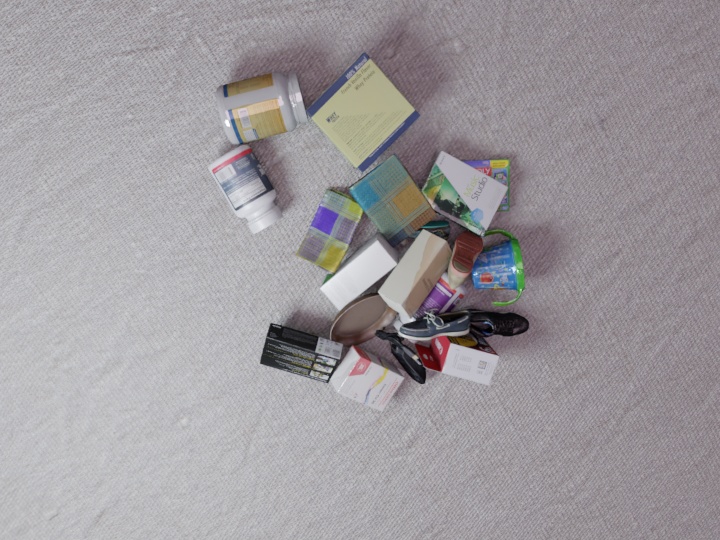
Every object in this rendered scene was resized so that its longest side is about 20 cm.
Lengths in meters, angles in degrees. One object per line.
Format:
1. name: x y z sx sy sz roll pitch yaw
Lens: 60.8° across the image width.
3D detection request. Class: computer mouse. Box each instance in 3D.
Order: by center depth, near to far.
1. computer mouse: 0.133 0.225 1.629 0.046 0.140 0.200 -44 106 -17

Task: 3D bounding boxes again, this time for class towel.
1. towel: 0.081 -0.171 1.518 0.146 0.022 0.200 -35 116 9
2. towel: -0.077 -0.101 1.571 0.143 0.023 0.201 31 96 34

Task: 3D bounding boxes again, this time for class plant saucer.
1. plant saucer: 0.005 0.124 1.603 0.199 0.032 0.201 -22 144 -17

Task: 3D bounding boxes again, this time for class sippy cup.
1. sippy cup: 0.354 -0.007 1.605 0.129 0.179 0.141 -7 130 10

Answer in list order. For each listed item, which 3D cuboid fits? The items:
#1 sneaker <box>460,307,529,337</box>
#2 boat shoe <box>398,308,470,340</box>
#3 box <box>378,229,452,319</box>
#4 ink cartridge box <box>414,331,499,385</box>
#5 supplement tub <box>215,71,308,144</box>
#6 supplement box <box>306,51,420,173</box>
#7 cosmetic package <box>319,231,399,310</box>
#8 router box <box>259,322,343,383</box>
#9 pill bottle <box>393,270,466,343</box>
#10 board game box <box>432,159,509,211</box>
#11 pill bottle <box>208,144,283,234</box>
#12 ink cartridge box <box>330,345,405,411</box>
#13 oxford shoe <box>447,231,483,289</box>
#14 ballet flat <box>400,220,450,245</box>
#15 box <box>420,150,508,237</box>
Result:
1. sneaker: 0.365 0.152 1.637 0.198 0.112 0.074 7 101 -4
2. boat shoe: 0.189 0.132 1.532 0.198 0.075 0.062 -2 113 -18
3. box: 0.141 0.010 1.534 0.077 0.095 0.201 29 79 33
4. ink cartridge box: 0.244 0.207 1.595 0.174 0.200 0.085 15 99 -6
5. supplement tub: -0.236 -0.397 1.491 0.198 0.145 0.146 -14 101 0
6. supplement box: 0.003 -0.383 1.510 0.200 0.134 0.200 -44 100 5
7. cosmetic package: 0.000 0.000 1.578 0.200 0.108 0.085 -41 99 15
8. router box: -0.158 0.220 1.614 0.198 0.051 0.150 18 142 -6
9. pill bottle: 0.179 0.091 1.617 0.112 0.112 0.200 39 96 -9
10. board game box: 0.290 -0.219 1.608 0.198 0.029 0.136 -3 101 -2
11. pill bottle: -0.281 -0.201 1.539 0.119 0.120 0.201 -29 101 3
12. ink cartridge box: 0.034 0.296 1.639 0.199 0.068 0.117 28 99 -30
13. oxford shoe: 0.256 -0.030 1.546 0.070 0.200 0.074 27 131 9
14. ballet flat: 0.137 -0.096 1.607 0.198 0.074 0.075 3 100 0
15. box: 0.258 -0.195 1.568 0.199 0.036 0.145 27 90 -3
